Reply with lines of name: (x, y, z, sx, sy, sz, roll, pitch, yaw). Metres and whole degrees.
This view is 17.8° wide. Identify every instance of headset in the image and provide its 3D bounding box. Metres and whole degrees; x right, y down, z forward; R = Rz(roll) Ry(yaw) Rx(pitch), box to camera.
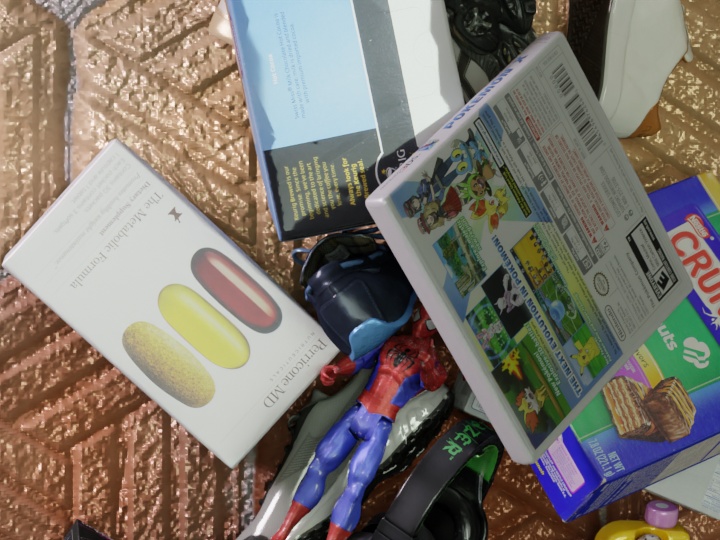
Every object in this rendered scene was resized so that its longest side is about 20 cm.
headset: (0.048, 0.194, 1.549, 0.094, 0.123, 0.200, 35, 119, 17)

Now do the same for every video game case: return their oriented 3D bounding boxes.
video game case: (0.109, -0.015, 1.412, 0.182, 0.022, 0.200, -44, 116, -31)

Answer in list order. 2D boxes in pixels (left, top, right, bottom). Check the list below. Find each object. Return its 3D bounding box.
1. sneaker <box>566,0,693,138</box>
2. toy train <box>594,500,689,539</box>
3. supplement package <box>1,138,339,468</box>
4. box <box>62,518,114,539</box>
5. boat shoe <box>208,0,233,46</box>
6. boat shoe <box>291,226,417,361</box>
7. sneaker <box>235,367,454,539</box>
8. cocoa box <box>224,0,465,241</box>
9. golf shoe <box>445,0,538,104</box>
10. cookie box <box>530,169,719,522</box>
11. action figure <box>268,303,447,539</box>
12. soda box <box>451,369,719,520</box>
sneaker: (0.191, -0.188, 1.581, 0.085, 0.073, 0.200, 13, 88, -33)
toy train: (0.190, 0.247, 1.584, 0.200, 0.056, 0.150, -23, 110, -4)
supplement package: (-0.125, 0.020, 1.518, 0.200, 0.110, 0.114, 42, 87, -8)
box: (-0.152, 0.259, 1.481, 0.148, 0.200, 0.124, 32, 87, -7)
boat shoe: (-0.015, -0.125, 1.551, 0.200, 0.074, 0.069, 39, 100, -7)
boat shoe: (0.000, 0.000, 1.488, 0.084, 0.200, 0.069, -38, 97, 0)
sneaker: (-0.028, 0.134, 1.565, 0.200, 0.074, 0.079, -45, 75, -2)
cocoa box: (-0.011, -0.131, 1.445, 0.131, 0.133, 0.200, -12, 98, -1)
golf shoe: (0.099, -0.121, 1.549, 0.078, 0.094, 0.200, -19, 87, -18)
cookie box: (0.184, 0.047, 1.521, 0.200, 0.075, 0.171, -21, 72, -28)
action figure: (-0.003, 0.101, 1.483, 0.065, 0.099, 0.200, 28, 80, 18)
soda box: (0.165, 0.104, 1.582, 0.200, 0.068, 0.063, 23, 88, -8)
